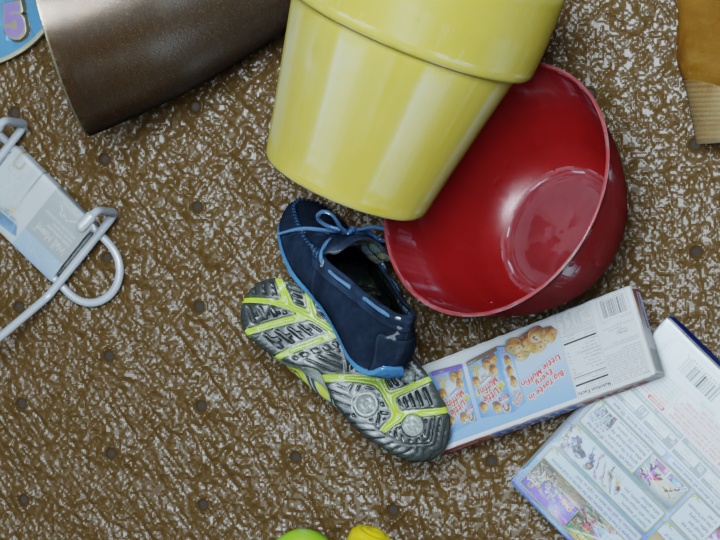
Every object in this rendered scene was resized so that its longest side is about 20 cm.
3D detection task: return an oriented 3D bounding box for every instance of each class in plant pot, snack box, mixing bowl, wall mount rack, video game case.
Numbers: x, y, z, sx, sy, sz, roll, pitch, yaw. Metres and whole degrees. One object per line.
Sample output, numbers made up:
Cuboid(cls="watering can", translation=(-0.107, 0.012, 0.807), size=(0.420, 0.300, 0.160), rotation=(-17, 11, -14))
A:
Cuboid(cls="plant pot", translation=(0.023, -0.148, 1.310), size=(0.200, 0.201, 0.190), rotation=(25, 106, 12))
Cuboid(cls="snack box", translation=(0.135, 0.080, 1.406), size=(0.199, 0.024, 0.072), rotation=(-23, 73, 27))
Cuboid(cls="mixing bowl", translation=(0.127, -0.046, 1.371), size=(0.199, 0.108, 0.202), rotation=(-16, 63, 33))
Cuboid(cls="wall mount rack", translation=(-0.305, -0.026, 1.521), size=(0.200, 0.075, 0.174), rotation=(43, 102, 10))
Cuboid(cls="video game case", translation=(0.249, 0.169, 1.396), size=(0.200, 0.045, 0.181), rotation=(45, 101, 10))
Cuboid(cls="plant pot", translation=(-0.146, -0.224, 1.432), size=(0.199, 0.187, 0.188), rotation=(-16, 88, 1))

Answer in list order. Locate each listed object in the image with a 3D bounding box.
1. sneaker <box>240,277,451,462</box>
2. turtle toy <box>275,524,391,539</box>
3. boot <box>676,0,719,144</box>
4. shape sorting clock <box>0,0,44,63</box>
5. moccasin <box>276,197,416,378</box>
Cuboid(cls="sneaker", translation=(-0.005, 0.077, 1.444), size=(0.200, 0.076, 0.076), rotation=(41, 90, 12))
Cuboid(cls="turtle toy", translation=(0.007, 0.271, 1.436), size=(0.199, 0.101, 0.147), rotation=(25, 99, 13))
Cuboid(cls="boot", translation=(0.335, -0.173, 1.346), size=(0.200, 0.071, 0.145), rotation=(-3, 94, 20))
Cuboid(cls="shape sorting clock", translation=(-0.337, -0.274, 1.538), size=(0.199, 0.039, 0.202), rotation=(1, 92, 15))
Cuboid(cls="moccasin", translation=(0.000, 0.000, 1.406), size=(0.200, 0.080, 0.068), rotation=(53, 132, 40))
